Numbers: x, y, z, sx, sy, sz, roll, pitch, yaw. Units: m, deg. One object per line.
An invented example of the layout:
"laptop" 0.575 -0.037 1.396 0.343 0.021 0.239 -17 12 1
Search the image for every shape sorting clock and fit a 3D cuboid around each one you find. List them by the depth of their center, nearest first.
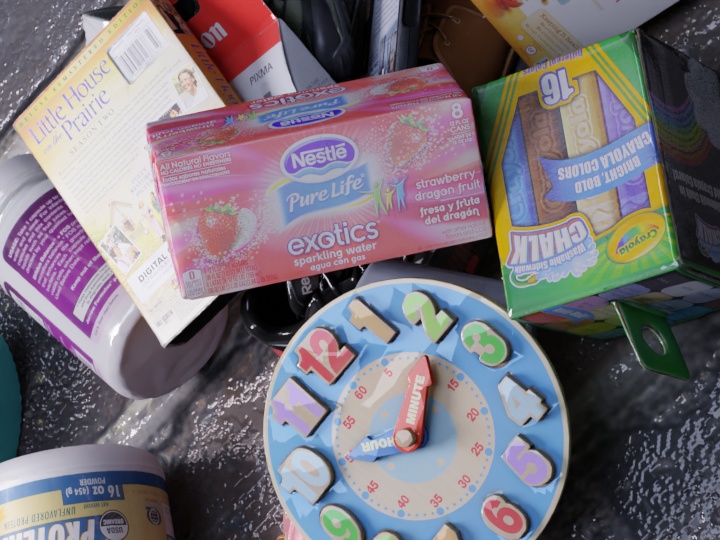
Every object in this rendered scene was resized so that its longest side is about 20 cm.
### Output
"shape sorting clock" 0.033 0.104 1.473 0.200 0.039 0.200 1 93 20

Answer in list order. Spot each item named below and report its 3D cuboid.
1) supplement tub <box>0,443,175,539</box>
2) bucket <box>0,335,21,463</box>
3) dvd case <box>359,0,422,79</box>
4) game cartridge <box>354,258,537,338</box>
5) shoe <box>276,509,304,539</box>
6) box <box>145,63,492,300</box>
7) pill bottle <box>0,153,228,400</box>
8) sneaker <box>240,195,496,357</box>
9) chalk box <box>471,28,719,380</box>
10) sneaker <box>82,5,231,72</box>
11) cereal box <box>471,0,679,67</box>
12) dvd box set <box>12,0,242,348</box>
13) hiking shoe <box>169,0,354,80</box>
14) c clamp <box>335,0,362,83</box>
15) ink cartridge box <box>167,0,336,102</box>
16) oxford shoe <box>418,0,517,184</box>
"supplement tub" -0.195 0.235 1.652 0.145 0.145 0.200 -22 70 30
"bucket" -0.358 0.110 1.758 0.135 0.207 0.207 3 83 27
"dvd case" 0.024 -0.196 1.602 0.018 0.143 0.200 6 82 -10
"game cartridge" 0.035 0.097 1.524 0.133 0.042 0.200 11 86 9
"shoe" -0.030 0.203 1.595 0.200 0.071 0.091 -46 58 13
"box" -0.028 -0.057 1.473 0.200 0.103 0.095 -12 109 -4
"pill bottle" -0.197 -0.002 1.717 0.200 0.112 0.112 38 103 33
"sneaker" 0.000 0.000 1.591 0.200 0.098 0.071 -30 64 25
"chalk box" 0.164 -0.028 1.468 0.124 0.124 0.200 -17 71 31
"sneaker" -0.117 -0.138 1.694 0.200 0.070 0.080 16 112 34
"cereal box" 0.156 -0.225 1.505 0.200 0.144 0.040 -32 26 26
"dvd box set" -0.134 -0.069 1.598 0.146 0.029 0.200 -43 73 23
"hiking shoe" -0.081 -0.187 1.641 0.101 0.076 0.200 -29 54 -16
"c clamp" -0.089 -0.134 1.723 0.200 0.027 0.171 12 92 34
"ink cartridge box" -0.091 -0.104 1.619 0.200 0.050 0.161 49 134 -8
"oxford shoe" 0.065 -0.160 1.593 0.071 0.071 0.200 -6 77 35
